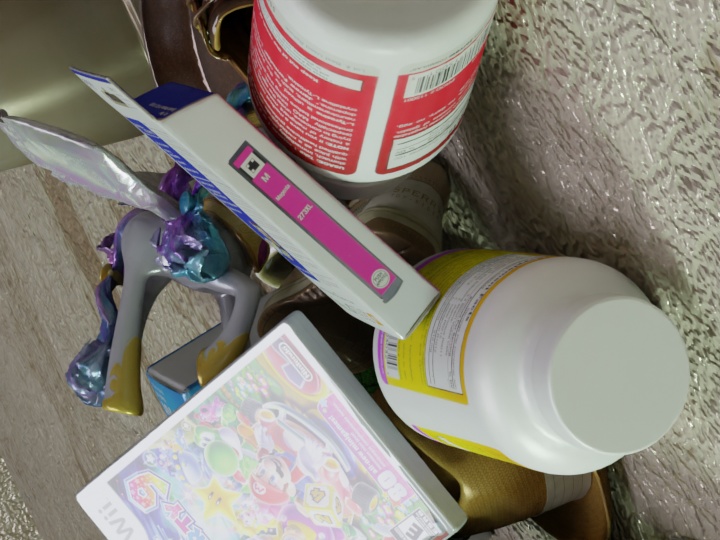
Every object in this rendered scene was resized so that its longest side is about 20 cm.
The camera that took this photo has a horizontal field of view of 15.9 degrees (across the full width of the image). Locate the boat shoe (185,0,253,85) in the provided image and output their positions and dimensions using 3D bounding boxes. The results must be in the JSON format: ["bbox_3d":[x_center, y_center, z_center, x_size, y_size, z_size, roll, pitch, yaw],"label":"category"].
[{"bbox_3d":[-0.057,-0.149,1.391,0.200,0.067,0.072,53,130,15],"label":"boat shoe"}]

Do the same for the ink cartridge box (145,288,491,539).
[{"bbox_3d":[-0.026,0.119,1.658,0.086,0.146,0.201,21,138,64],"label":"ink cartridge box"}]

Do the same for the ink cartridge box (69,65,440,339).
[{"bbox_3d":[-0.053,-0.044,1.280,0.200,0.037,0.095,39,175,-18],"label":"ink cartridge box"}]

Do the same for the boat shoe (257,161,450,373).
[{"bbox_3d":[0.000,0.000,1.467,0.072,0.065,0.200,28,150,-8],"label":"boat shoe"}]

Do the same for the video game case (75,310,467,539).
[{"bbox_3d":[-0.053,0.129,1.404,0.143,0.018,0.200,50,126,0],"label":"video game case"}]

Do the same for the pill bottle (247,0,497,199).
[{"bbox_3d":[0.003,-0.111,1.232,0.113,0.112,0.200,55,164,15],"label":"pill bottle"}]

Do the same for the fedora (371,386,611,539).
[{"bbox_3d":[0.062,0.094,1.463,0.201,0.082,0.201,52,162,24],"label":"fedora"}]

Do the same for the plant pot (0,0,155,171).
[{"bbox_3d":[-0.219,-0.154,1.727,0.200,0.173,0.200,53,162,25],"label":"plant pot"}]

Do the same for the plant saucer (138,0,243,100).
[{"bbox_3d":[-0.063,-0.113,1.523,0.200,0.034,0.201,43,147,36],"label":"plant saucer"}]

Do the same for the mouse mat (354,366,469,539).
[{"bbox_3d":[0.008,0.131,1.561,0.007,0.200,0.162,-14,110,33],"label":"mouse mat"}]

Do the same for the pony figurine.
[{"bbox_3d":[-0.109,-0.017,1.466,0.192,0.201,0.166,8,176,34],"label":"pony figurine"}]

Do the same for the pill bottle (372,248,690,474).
[{"bbox_3d":[0.085,0.044,1.269,0.105,0.104,0.200,63,164,-12],"label":"pill bottle"}]

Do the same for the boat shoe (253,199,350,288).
[{"bbox_3d":[-0.038,-0.021,1.591,0.200,0.069,0.071,47,159,37],"label":"boat shoe"}]

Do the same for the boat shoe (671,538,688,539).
[{"bbox_3d":[0.182,0.184,1.292,0.072,0.062,0.200,63,164,-11],"label":"boat shoe"}]
